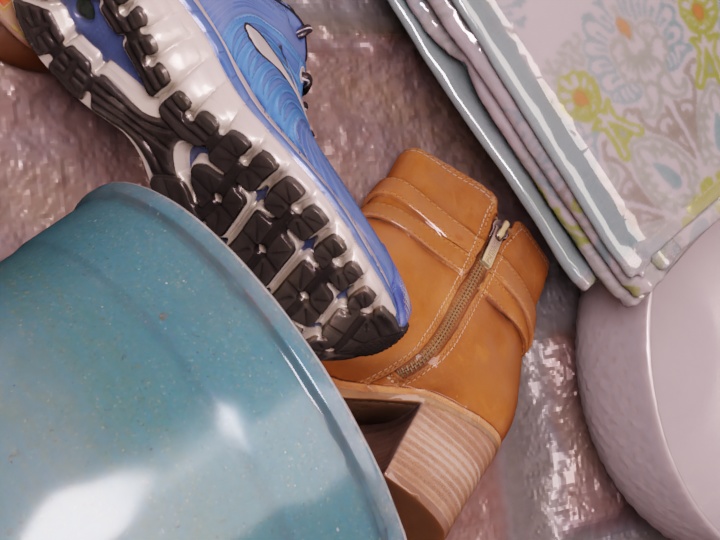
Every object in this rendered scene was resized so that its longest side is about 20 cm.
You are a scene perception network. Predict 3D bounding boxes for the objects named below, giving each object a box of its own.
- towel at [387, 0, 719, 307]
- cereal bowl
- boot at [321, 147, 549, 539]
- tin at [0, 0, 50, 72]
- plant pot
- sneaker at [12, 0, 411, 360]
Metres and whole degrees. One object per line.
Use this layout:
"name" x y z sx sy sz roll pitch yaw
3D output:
"towel" 0.114 -0.107 0.969 0.171 0.048 0.200 -38 100 -29
"cereal bowl" 0.171 0.041 1.070 0.200 0.083 0.201 4 85 -42
"boot" 0.000 0.000 0.926 0.200 0.077 0.155 41 53 -21
"tin" -0.142 -0.162 0.831 0.200 0.042 0.112 52 51 -26
"plant pot" -0.114 0.101 0.739 0.188 0.200 0.200 -31 107 -25
"sneaker" -0.039 -0.058 0.822 0.089 0.079 0.200 -37 94 -45
